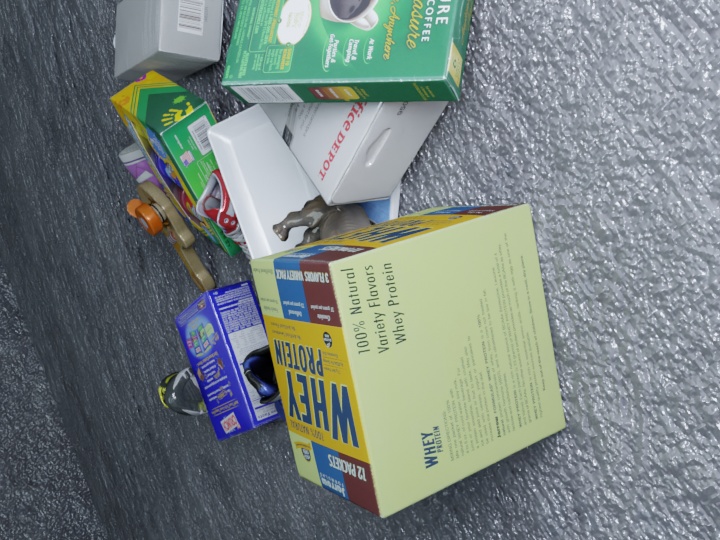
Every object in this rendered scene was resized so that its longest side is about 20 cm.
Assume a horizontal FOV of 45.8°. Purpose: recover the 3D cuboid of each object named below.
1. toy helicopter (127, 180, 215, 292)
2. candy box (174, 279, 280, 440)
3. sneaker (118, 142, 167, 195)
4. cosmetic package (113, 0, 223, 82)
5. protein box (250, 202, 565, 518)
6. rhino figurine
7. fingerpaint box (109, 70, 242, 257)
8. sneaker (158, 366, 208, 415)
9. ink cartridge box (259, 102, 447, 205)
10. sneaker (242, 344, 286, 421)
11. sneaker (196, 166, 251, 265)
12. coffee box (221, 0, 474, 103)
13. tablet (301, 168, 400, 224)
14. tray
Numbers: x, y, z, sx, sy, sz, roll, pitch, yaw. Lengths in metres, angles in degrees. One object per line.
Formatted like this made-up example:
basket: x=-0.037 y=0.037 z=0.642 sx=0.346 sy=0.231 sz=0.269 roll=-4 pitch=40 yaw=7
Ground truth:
toy helicopter: x=-0.280 y=-0.048 z=1.289 sx=0.132 sy=0.079 sz=0.201 roll=21 pitch=143 yaw=50
candy box: x=-0.186 y=0.135 z=1.244 sx=0.169 sy=0.077 sz=0.202 roll=-30 pitch=77 yaw=58
sneaker: x=-0.276 y=-0.150 z=1.279 sx=0.200 sy=0.073 sz=0.115 roll=1 pitch=124 yaw=53
cosmetic package: x=-0.254 y=-0.311 z=1.111 sx=0.199 sy=0.089 sz=0.108 roll=7 pitch=94 yaw=61
protein box: x=0.042 y=0.062 z=0.717 sx=0.135 sy=0.199 sz=0.200 roll=3 pitch=107 yaw=57
rhino figurine: x=0.000 y=0.000 z=0.864 sx=0.200 sy=0.087 sz=0.060 roll=51 pitch=-172 yaw=22
fingerpaint box: x=-0.219 y=-0.137 z=1.098 sx=0.167 sy=0.073 sz=0.201 roll=36 pitch=157 yaw=46
sneaker: x=-0.279 y=0.196 z=1.341 sx=0.200 sy=0.084 sz=0.075 roll=-23 pitch=-89 yaw=-86
ink cartridge box: x=-0.020 y=-0.182 z=0.795 sx=0.201 sy=0.084 sz=0.145 roll=57 pitch=135 yaw=26
sneaker: x=-0.097 y=0.128 z=1.058 sx=0.081 sy=0.114 sz=0.200 roll=60 pitch=147 yaw=23
sneaker: x=-0.137 y=-0.038 z=1.044 sx=0.071 sy=0.112 sz=0.202 roll=22 pitch=123 yaw=52
coffee box: x=-0.009 y=-0.196 z=0.688 sx=0.198 sy=0.044 sz=0.124 roll=3 pitch=75 yaw=24
tablet: x=-0.019 y=-0.135 z=0.904 sx=0.200 sy=0.014 sz=0.131 roll=35 pitch=132 yaw=45
tray: x=-0.095 y=-0.089 z=0.971 sx=0.022 sy=0.107 sz=0.202 roll=0 pitch=-111 yaw=-75
